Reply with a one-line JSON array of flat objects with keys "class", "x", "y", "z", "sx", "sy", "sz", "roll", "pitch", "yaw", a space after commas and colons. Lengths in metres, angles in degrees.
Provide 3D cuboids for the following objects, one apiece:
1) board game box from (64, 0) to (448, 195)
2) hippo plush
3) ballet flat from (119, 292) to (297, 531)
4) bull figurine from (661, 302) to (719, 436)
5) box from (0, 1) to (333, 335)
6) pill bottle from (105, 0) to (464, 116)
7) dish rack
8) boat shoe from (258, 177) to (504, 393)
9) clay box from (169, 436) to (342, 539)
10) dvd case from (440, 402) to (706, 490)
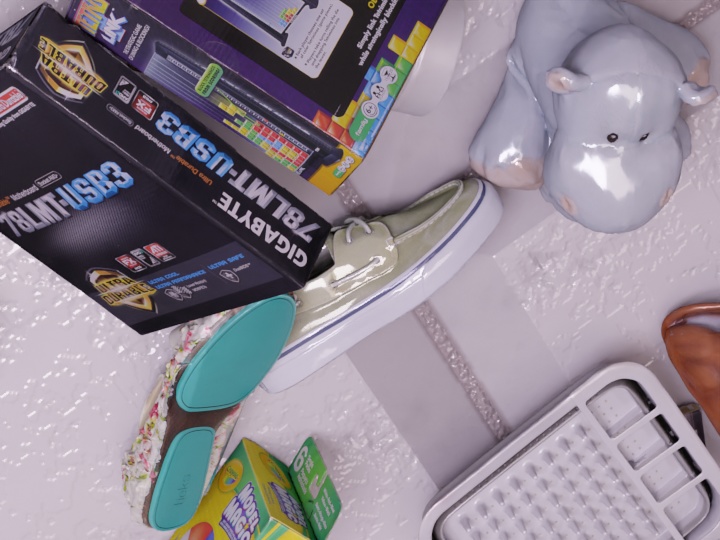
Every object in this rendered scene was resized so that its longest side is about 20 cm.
[{"class": "board game box", "x": -0.033, "y": -0.168, "z": 0.823, "sx": 0.164, "sy": 0.057, "sz": 0.201, "roll": 32, "pitch": 63, "yaw": -8}, {"class": "hippo plush", "x": 0.163, "y": -0.107, "z": 0.952, "sx": 0.157, "sy": 0.161, "sz": 0.203, "roll": 1, "pitch": 110, "yaw": -15}, {"class": "ballet flat", "x": -0.105, "y": 0.074, "z": 0.982, "sx": 0.075, "sy": 0.064, "sz": 0.201, "roll": 7, "pitch": 122, "yaw": -42}, {"class": "bull figurine", "x": 0.290, "y": 0.101, "z": 1.096, "sx": 0.200, "sy": 0.121, "sz": 0.065, "roll": 49, "pitch": 50, "yaw": -18}, {"class": "box", "x": -0.146, "y": -0.047, "z": 0.878, "sx": 0.198, "sy": 0.199, "sz": 0.050, "roll": 37, "pitch": 63, "yaw": -25}, {"class": "pill bottle", "x": -0.045, "y": -0.151, "z": 0.907, "sx": 0.197, "sy": 0.111, "sz": 0.112, "roll": 12, "pitch": 106, "yaw": -19}, {"class": "dish rack", "x": 0.147, "y": 0.167, "z": 1.096, "sx": 0.199, "sy": 0.044, "sz": 0.172, "roll": -39, "pitch": 115, "yaw": 1}, {"class": "boat shoe", "x": 0.000, "y": 0.000, "z": 0.998, "sx": 0.199, "sy": 0.072, "sz": 0.062, "roll": -37, "pitch": 111, "yaw": 3}, {"class": "clay box", "x": -0.093, "y": 0.199, "z": 1.021, "sx": 0.047, "sy": 0.115, "sz": 0.201, "roll": 32, "pitch": 98, "yaw": -22}, {"class": "dvd case", "x": 0.164, "y": 0.193, "z": 1.143, "sx": 0.198, "sy": 0.016, "sz": 0.150, "roll": -17, "pitch": 113, "yaw": -9}]
